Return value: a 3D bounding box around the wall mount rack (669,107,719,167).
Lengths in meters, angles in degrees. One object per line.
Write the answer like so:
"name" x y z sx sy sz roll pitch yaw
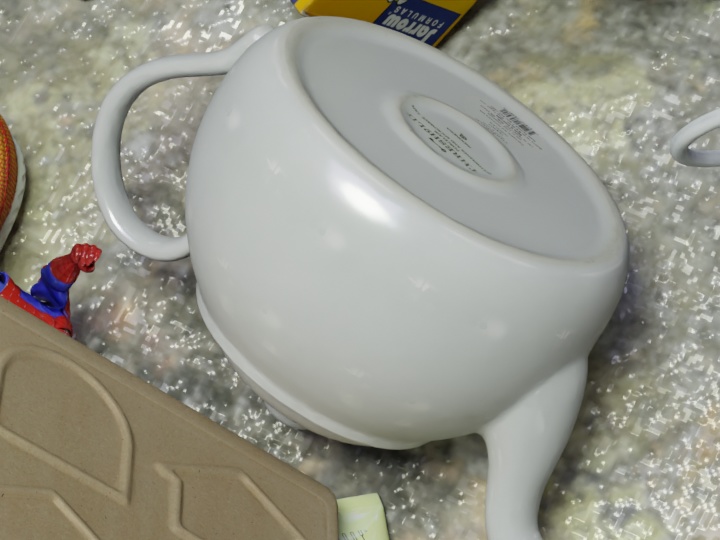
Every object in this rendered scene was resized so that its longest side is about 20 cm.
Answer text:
"wall mount rack" 0.215 -0.094 1.096 0.199 0.174 0.075 -14 76 5

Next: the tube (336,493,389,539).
"tube" 0.002 0.181 1.081 0.052 0.058 0.201 -29 61 19

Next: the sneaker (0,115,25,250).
"sneaker" -0.190 0.017 1.176 0.072 0.077 0.202 -2 75 10

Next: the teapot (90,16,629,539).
"teapot" 0.000 0.000 1.108 0.146 0.196 0.200 -56 29 25

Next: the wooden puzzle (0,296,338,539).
"wooden puzzle" -0.089 0.106 1.013 0.046 0.185 0.200 -48 24 22

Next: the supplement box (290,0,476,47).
"supplement box" 0.037 -0.207 1.169 0.200 0.109 0.109 -47 63 19

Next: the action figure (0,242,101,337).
"action figure" -0.148 0.006 1.104 0.099 0.200 0.066 5 61 40
